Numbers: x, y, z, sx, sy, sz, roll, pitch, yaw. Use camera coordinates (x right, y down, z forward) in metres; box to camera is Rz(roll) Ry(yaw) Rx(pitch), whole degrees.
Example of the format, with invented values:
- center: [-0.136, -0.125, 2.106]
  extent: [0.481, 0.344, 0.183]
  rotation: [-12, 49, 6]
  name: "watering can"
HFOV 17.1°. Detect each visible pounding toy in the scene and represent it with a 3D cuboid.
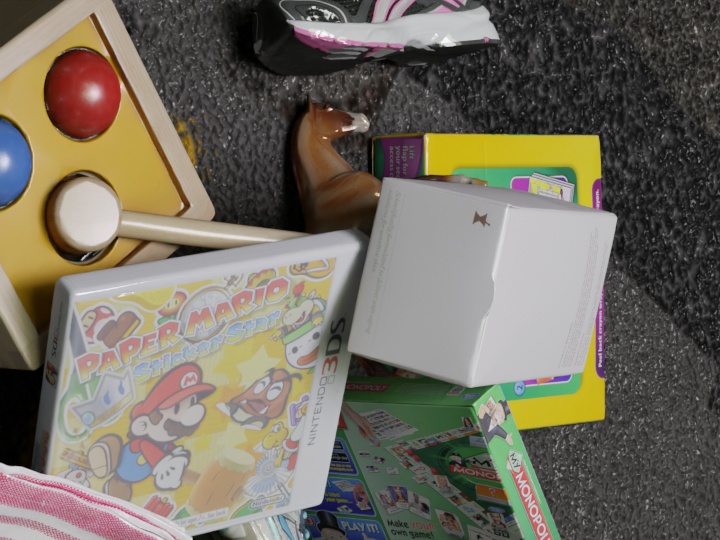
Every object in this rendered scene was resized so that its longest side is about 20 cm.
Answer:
- center: [-0.161, -0.044, 1.333]
  extent: [0.184, 0.142, 0.201]
  rotation: [-42, 118, -34]
  name: "pounding toy"

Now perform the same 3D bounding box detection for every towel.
- center: [-0.198, 0.203, 1.320]
  extent: [0.146, 0.030, 0.200]
  rotation: [25, 105, -38]
  name: "towel"

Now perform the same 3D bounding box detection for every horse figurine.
- center: [0.000, 0.000, 1.521]
  extent: [0.050, 0.132, 0.201]
  rotation: [-14, 119, -83]
  name: "horse figurine"

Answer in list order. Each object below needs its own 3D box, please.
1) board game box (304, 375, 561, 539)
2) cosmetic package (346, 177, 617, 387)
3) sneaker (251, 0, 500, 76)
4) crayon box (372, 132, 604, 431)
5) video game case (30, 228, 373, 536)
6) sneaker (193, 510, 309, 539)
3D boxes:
- center: [0.026, 0.129, 1.472]
  extent: [0.029, 0.199, 0.135]
  rotation: [-38, 116, -38]
  name: "board game box"
- center: [0.077, 0.006, 1.421]
  extent: [0.200, 0.084, 0.108]
  rotation: [4, 100, -66]
  name: "cosmetic package"
- center: [0.002, -0.176, 1.542]
  extent: [0.199, 0.080, 0.087]
  rotation: [-8, 85, -51]
  name: "sneaker"
- center: [0.088, 0.008, 1.625]
  extent: [0.172, 0.058, 0.201]
  rotation: [-2, 92, -42]
  name: "crayon box"
- center: [-0.091, 0.072, 1.349]
  extent: [0.199, 0.023, 0.183]
  rotation: [-10, 124, -35]
  name: "video game case"
- center: [-0.057, 0.159, 1.481]
  extent: [0.086, 0.077, 0.201]
  rotation: [-46, 120, -36]
  name: "sneaker"
